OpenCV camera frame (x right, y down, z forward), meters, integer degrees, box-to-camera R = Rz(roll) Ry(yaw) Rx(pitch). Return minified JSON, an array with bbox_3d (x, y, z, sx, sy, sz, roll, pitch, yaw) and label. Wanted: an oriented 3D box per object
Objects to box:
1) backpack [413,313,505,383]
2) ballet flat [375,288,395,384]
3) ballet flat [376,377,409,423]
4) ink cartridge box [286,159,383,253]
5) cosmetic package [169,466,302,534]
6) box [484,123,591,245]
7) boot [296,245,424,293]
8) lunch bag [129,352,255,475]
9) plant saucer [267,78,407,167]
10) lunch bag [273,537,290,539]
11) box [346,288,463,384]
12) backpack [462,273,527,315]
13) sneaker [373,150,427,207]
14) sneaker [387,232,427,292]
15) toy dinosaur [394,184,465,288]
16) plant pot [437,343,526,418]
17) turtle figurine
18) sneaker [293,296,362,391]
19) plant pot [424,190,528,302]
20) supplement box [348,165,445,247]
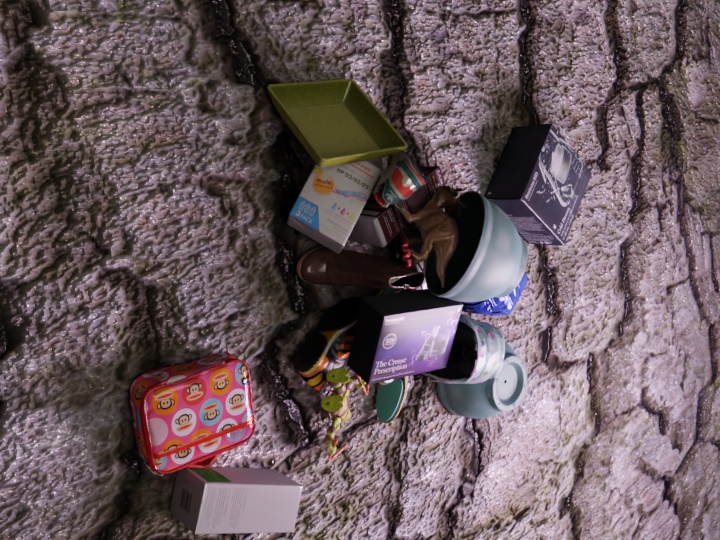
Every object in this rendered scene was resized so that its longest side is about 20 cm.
[{"bbox_3d":[0.196,0.155,1.456,0.124,0.198,0.172,-1,95,-38],"label":"backpack"},{"bbox_3d":[0.037,0.121,1.404,0.067,0.072,0.206,-4,96,-37],"label":"ballet flat"},{"bbox_3d":[0.076,0.210,1.454,0.069,0.070,0.206,3,93,-38],"label":"ballet flat"},{"bbox_3d":[-0.039,-0.151,1.287,0.113,0.068,0.203,28,75,-4],"label":"ink cartridge box"},{"bbox_3d":[-0.210,0.391,1.210,0.197,0.106,0.087,15,85,-40],"label":"cosmetic package"},{"bbox_3d":[0.414,-0.196,1.648,0.195,0.123,0.204,35,73,-33],"label":"box"},{"bbox_3d":[0.000,0.000,1.299,0.196,0.165,0.075,-2,100,-39],"label":"boot"},{"bbox_3d":[-0.272,0.242,1.166,0.196,0.081,0.181,-14,107,-35],"label":"lunch bag"},{"bbox_3d":[-0.046,-0.255,1.257,0.196,0.202,0.048,-15,147,-36],"label":"plant saucer"},{"bbox_3d":[-0.113,0.571,1.266,0.123,0.168,0.201,-55,126,-19],"label":"lunch bag"},{"bbox_3d":[0.084,0.118,1.320,0.196,0.078,0.145,-6,116,-37],"label":"box"},{"bbox_3d":[0.252,0.012,1.516,0.170,0.160,0.201,-56,133,-21],"label":"backpack"},{"bbox_3d":[0.057,-0.164,1.287,0.093,0.200,0.071,-38,105,2],"label":"sneaker"},{"bbox_3d":[0.118,0.020,1.432,0.095,0.071,0.206,-8,88,-15],"label":"sneaker"},{"bbox_3d":[0.145,-0.079,1.290,0.132,0.204,0.086,-19,150,4],"label":"toy dinosaur"},{"bbox_3d":[0.283,0.237,1.571,0.197,0.133,0.206,-5,98,-38],"label":"plant pot"},{"bbox_3d":[-0.038,0.244,1.340,0.163,0.063,0.203,79,33,-59],"label":"turtle figurine"},{"bbox_3d":[-0.044,0.139,1.352,0.200,0.069,0.091,-47,135,-25],"label":"sneaker"},{"bbox_3d":[0.226,-0.027,1.320,0.132,0.200,0.205,21,81,-18],"label":"plant pot"},{"bbox_3d":[0.066,-0.130,1.378,0.199,0.108,0.062,-41,121,-28],"label":"supplement box"}]
